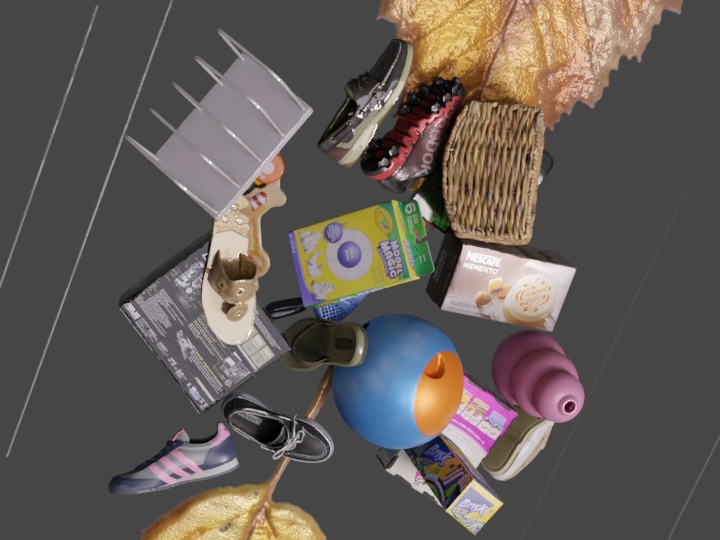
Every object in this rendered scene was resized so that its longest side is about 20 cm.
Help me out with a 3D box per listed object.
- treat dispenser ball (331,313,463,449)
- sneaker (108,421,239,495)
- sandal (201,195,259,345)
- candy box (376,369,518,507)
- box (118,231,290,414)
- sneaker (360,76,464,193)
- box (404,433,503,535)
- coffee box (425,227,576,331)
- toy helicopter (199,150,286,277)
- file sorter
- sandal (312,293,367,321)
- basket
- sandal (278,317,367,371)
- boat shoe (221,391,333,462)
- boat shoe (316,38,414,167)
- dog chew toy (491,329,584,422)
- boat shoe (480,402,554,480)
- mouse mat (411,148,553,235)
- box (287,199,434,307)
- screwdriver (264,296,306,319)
[{"bbox_3d":[0.056,0.167,1.592,0.199,0.201,0.202,-5,108,-14],"label":"treat dispenser ball"},{"bbox_3d":[-0.289,0.285,1.613,0.199,0.070,0.083,-12,93,-15],"label":"sneaker"},{"bbox_3d":[-0.174,0.001,1.446,0.077,0.070,0.214,0,94,-16],"label":"sandal"},{"bbox_3d":[0.140,0.267,1.724,0.136,0.061,0.200,36,94,-23],"label":"candy box"},{"bbox_3d":[-0.224,0.074,1.529,0.163,0.086,0.201,-36,103,-2],"label":"box"},{"bbox_3d":[0.089,-0.194,1.559,0.201,0.071,0.098,-49,132,-9],"label":"sneaker"},{"bbox_3d":[0.138,0.310,1.595,0.070,0.200,0.064,41,93,-22],"label":"box"},{"bbox_3d":[0.218,0.014,1.651,0.199,0.080,0.115,12,108,-19],"label":"coffee box"},{"bbox_3d":[-0.170,-0.085,1.515,0.131,0.079,0.202,-7,109,-7],"label":"toy helicopter"},{"bbox_3d":[-0.191,-0.198,1.407,0.139,0.125,0.200,40,89,20],"label":"file sorter"},{"bbox_3d":[0.000,0.000,1.586,0.079,0.087,0.200,33,98,-24],"label":"sandal"},{"bbox_3d":[0.195,-0.143,1.577,0.142,0.149,0.202,6,91,11],"label":"basket"},{"bbox_3d":[-0.066,0.106,1.551,0.057,0.200,0.080,0,83,-37],"label":"sandal"},{"bbox_3d":[-0.123,0.252,1.640,0.199,0.068,0.074,35,96,-23],"label":"boat shoe"},{"bbox_3d":[0.006,-0.246,1.516,0.066,0.072,0.202,24,104,-26],"label":"boat shoe"},{"bbox_3d":[0.285,0.172,1.659,0.124,0.200,0.126,-5,108,-15],"label":"dog chew toy"},{"bbox_3d":[0.278,0.262,1.762,0.200,0.075,0.068,-48,140,-5],"label":"boat shoe"},{"bbox_3d":[0.190,-0.136,1.639,0.161,0.008,0.200,35,96,-23],"label":"mouse mat"},{"bbox_3d":[0.001,-0.025,1.527,0.199,0.048,0.118,-16,83,19],"label":"box"},{"bbox_3d":[-0.177,0.073,1.588,0.199,0.029,0.028,-15,111,-14],"label":"screwdriver"}]
